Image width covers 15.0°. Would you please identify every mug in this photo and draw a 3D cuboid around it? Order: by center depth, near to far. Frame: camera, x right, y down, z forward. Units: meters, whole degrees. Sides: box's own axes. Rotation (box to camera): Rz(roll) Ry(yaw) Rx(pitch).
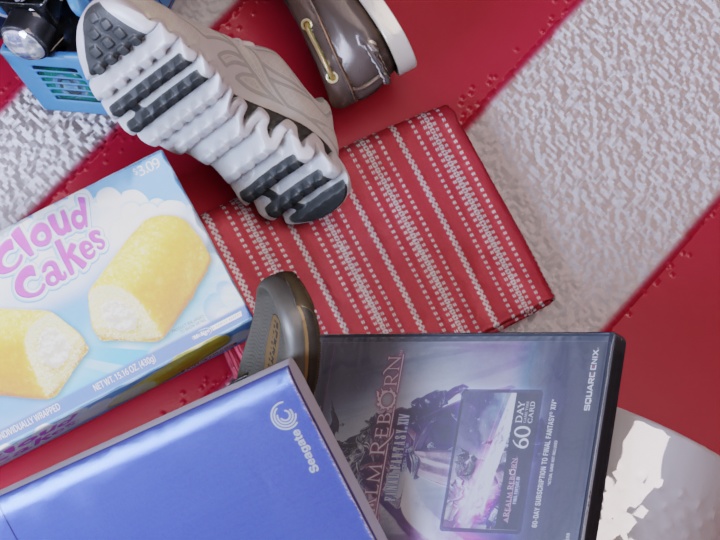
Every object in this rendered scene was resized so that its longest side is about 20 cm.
[{"bbox_3d":[0.145,0.187,1.553,0.200,0.148,0.176,27,78,-13],"label":"mug"}]

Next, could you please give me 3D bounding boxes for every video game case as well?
[{"bbox_3d":[0.048,0.104,1.525,0.200,0.019,0.143,-1,70,34],"label":"video game case"}]

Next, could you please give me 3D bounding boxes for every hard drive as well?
[{"bbox_3d":[-0.098,0.147,1.504,0.200,0.025,0.132,-25,101,12],"label":"hard drive"}]

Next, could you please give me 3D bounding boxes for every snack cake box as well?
[{"bbox_3d":[-0.175,0.029,1.555,0.200,0.067,0.115,-28,82,-11],"label":"snack cake box"}]

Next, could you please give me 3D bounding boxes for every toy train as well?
[{"bbox_3d":[-0.146,-0.190,1.605,0.087,0.114,0.200,7,58,30],"label":"toy train"}]

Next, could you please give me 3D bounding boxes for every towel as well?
[{"bbox_3d":[0.000,0.000,1.636,0.200,0.022,0.145,-26,81,-18],"label":"towel"}]

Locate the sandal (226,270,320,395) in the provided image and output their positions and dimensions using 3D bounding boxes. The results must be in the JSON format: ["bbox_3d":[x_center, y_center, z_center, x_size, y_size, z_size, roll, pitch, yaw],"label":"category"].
[{"bbox_3d":[-0.063,0.096,1.527,0.054,0.082,0.200,-4,119,-26],"label":"sandal"}]

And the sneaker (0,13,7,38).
[{"bbox_3d":[-0.294,-0.114,1.582,0.200,0.070,0.109,-1,82,-18],"label":"sneaker"}]

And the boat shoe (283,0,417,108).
[{"bbox_3d":[-0.044,-0.189,1.655,0.059,0.072,0.200,-34,77,-4],"label":"boat shoe"}]

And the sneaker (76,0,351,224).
[{"bbox_3d":[-0.086,-0.106,1.576,0.200,0.075,0.081,37,40,-36],"label":"sneaker"}]
